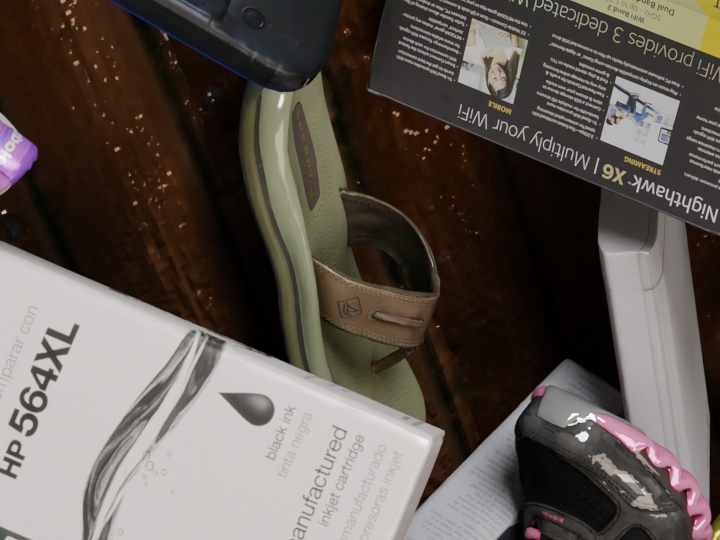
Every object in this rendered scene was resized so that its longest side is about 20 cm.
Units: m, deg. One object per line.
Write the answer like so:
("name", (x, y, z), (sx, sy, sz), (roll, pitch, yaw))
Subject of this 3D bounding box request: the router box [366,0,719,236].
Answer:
("router box", (0.112, -0.110, 1.094), (0.052, 0.199, 0.158), (-34, 143, -56))

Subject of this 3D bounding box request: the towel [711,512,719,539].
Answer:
("towel", (0.157, 0.171, 1.363), (0.200, 0.023, 0.144), (-53, 160, -13))

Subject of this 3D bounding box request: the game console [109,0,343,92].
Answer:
("game console", (-0.059, -0.187, 0.935), (0.199, 0.171, 0.118), (29, 137, -16))

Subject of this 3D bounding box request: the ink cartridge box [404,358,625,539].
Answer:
("ink cartridge box", (0.033, 0.164, 1.248), (0.200, 0.040, 0.200), (-40, 152, -39))

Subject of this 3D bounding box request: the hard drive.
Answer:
("hard drive", (0.128, 0.028, 1.246), (0.026, 0.132, 0.201), (-4, 129, 10))

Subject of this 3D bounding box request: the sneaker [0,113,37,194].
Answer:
("sneaker", (-0.158, -0.082, 0.984), (0.114, 0.073, 0.201), (17, 126, 5))

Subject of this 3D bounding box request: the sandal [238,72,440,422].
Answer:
("sandal", (0.000, 0.000, 1.161), (0.057, 0.080, 0.202), (-4, 130, 14))

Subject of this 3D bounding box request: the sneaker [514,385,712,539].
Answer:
("sneaker", (0.093, 0.133, 1.182), (0.095, 0.079, 0.201), (-43, 136, -22))

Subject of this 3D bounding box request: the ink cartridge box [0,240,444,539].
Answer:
("ink cartridge box", (-0.088, 0.088, 1.070), (0.084, 0.199, 0.147), (21, 91, -85))
